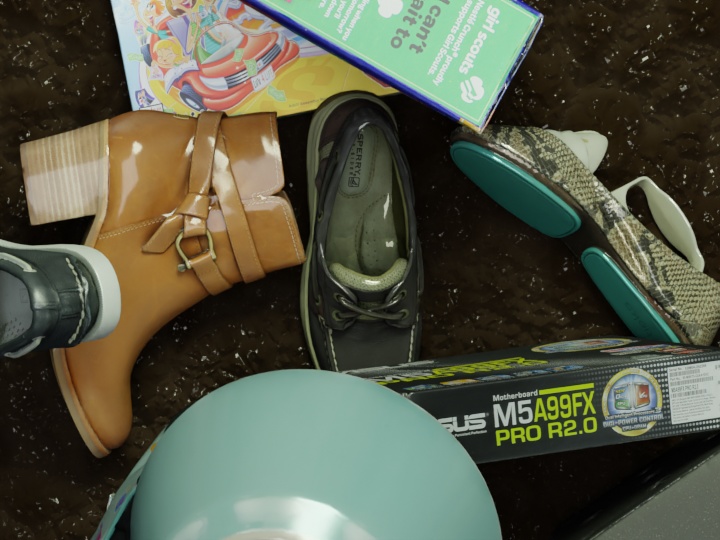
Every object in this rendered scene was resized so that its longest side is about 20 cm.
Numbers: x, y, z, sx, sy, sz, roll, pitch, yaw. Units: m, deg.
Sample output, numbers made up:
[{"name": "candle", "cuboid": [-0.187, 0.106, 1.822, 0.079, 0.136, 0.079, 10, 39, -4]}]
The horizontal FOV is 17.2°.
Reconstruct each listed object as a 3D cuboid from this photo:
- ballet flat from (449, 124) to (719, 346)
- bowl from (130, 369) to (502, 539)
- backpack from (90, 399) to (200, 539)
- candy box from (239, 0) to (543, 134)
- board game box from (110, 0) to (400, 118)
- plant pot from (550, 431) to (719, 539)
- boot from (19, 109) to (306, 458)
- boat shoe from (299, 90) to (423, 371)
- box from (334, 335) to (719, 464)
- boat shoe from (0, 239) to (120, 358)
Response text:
[{"name": "ballet flat", "cuboid": [0.141, -0.033, 1.401, 0.200, 0.068, 0.075, 43, 70, -7]}, {"name": "bowl", "cuboid": [-0.032, 0.163, 1.196, 0.199, 0.105, 0.203, 4, 111, 9]}, {"name": "backpack", "cuboid": [-0.076, 0.187, 1.352, 0.175, 0.153, 0.201, 31, 113, -4]}, {"name": "candy box", "cuboid": [-0.004, -0.156, 1.301, 0.199, 0.169, 0.077, 28, 96, -1]}, {"name": "board game box", "cuboid": [-0.046, -0.159, 1.403, 0.198, 0.034, 0.136, -12, 92, 1]}, {"name": "plant pot", "cuboid": [0.211, 0.190, 1.340, 0.199, 0.200, 0.178, -35, 90, 2]}, {"name": "boot", "cuboid": [-0.108, 0.004, 1.387, 0.154, 0.077, 0.202, -8, 99, -4]}, {"name": "boat shoe", "cuboid": [0.001, -0.001, 1.382, 0.071, 0.066, 0.203, -4, 104, -5]}, {"name": "box", "cuboid": [0.090, 0.072, 1.324, 0.198, 0.160, 0.045, -6, 94, -18]}, {"name": "boat shoe", "cuboid": [-0.219, 0.017, 1.342, 0.060, 0.199, 0.076, -10, 89, -44]}]
